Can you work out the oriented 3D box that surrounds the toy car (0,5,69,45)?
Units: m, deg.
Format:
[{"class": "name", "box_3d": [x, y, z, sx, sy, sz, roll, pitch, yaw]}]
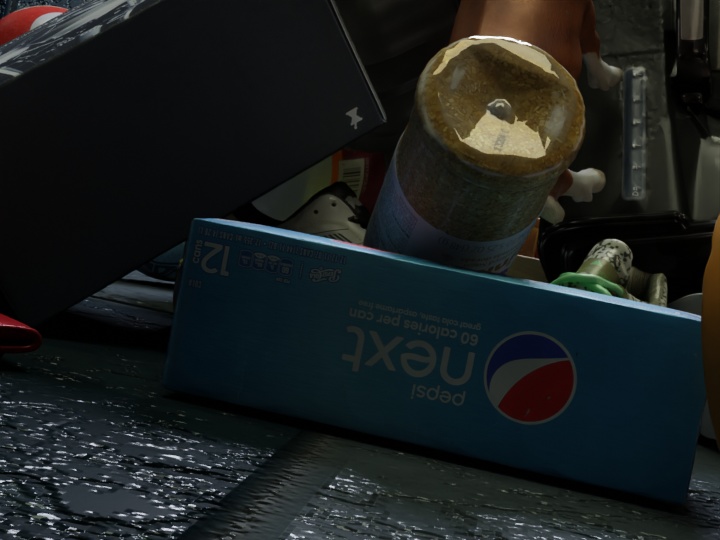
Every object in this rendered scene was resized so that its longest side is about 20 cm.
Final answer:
[{"class": "toy car", "box_3d": [-0.235, -0.088, 1.083, 0.184, 0.177, 0.200, 22, 13, -13]}]

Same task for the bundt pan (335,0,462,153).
[{"class": "bundt pan", "box_3d": [-0.021, -0.148, 0.849, 0.076, 0.202, 0.202, -33, 18, -15]}]

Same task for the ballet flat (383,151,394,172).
[{"class": "ballet flat", "box_3d": [0.049, -0.071, 0.944, 0.073, 0.200, 0.073, 1, -39, 1]}]

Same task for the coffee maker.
[{"class": "coffee maker", "box_3d": [0.149, -0.082, 0.883, 0.192, 0.201, 0.135, -13, -31, 37]}]

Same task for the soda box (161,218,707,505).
[{"class": "soda box", "box_3d": [0.031, 0.031, 0.596, 0.199, 0.068, 0.064, 12, 2, 11]}]

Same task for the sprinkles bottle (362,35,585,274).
[{"class": "sprinkles bottle", "box_3d": [0.036, -0.018, 0.670, 0.068, 0.068, 0.200, 11, -29, -5]}]

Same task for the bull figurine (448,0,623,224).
[{"class": "bull figurine", "box_3d": [0.084, -0.110, 0.764, 0.065, 0.200, 0.121, 3, -29, 35]}]

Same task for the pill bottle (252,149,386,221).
[{"class": "pill bottle", "box_3d": [-0.013, -0.077, 1.030, 0.114, 0.115, 0.200, 13, 13, 34]}]

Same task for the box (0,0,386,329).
[{"class": "box", "box_3d": [-0.121, -0.076, 0.772, 0.200, 0.104, 0.182, -32, 19, -17]}]

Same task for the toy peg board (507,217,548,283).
[{"class": "toy peg board", "box_3d": [0.124, -0.012, 1.032, 0.199, 0.098, 0.200, 13, -12, 20]}]

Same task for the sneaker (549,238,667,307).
[{"class": "sneaker", "box_3d": [0.096, 0.026, 0.728, 0.077, 0.089, 0.200, 13, 4, 27]}]

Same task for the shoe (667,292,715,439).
[{"class": "shoe", "box_3d": [0.202, 0.047, 0.806, 0.091, 0.072, 0.200, 2, -1, -13]}]

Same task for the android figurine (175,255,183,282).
[{"class": "android figurine", "box_3d": [-0.004, 0.020, 0.936, 0.199, 0.041, 0.182, 11, 3, 15]}]

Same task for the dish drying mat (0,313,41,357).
[{"class": "dish drying mat", "box_3d": [-0.208, 0.009, 0.632, 0.077, 0.018, 0.200, 8, 6, -40]}]

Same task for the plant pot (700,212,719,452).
[{"class": "plant pot", "box_3d": [0.223, 0.022, 0.527, 0.183, 0.201, 0.200, -5, -6, 34]}]

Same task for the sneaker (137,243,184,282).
[{"class": "sneaker", "box_3d": [-0.068, -0.018, 1.062, 0.199, 0.080, 0.095, 9, 6, -34]}]

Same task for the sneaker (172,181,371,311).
[{"class": "sneaker", "box_3d": [0.000, 0.000, 0.803, 0.199, 0.088, 0.076, 9, 2, 11]}]
